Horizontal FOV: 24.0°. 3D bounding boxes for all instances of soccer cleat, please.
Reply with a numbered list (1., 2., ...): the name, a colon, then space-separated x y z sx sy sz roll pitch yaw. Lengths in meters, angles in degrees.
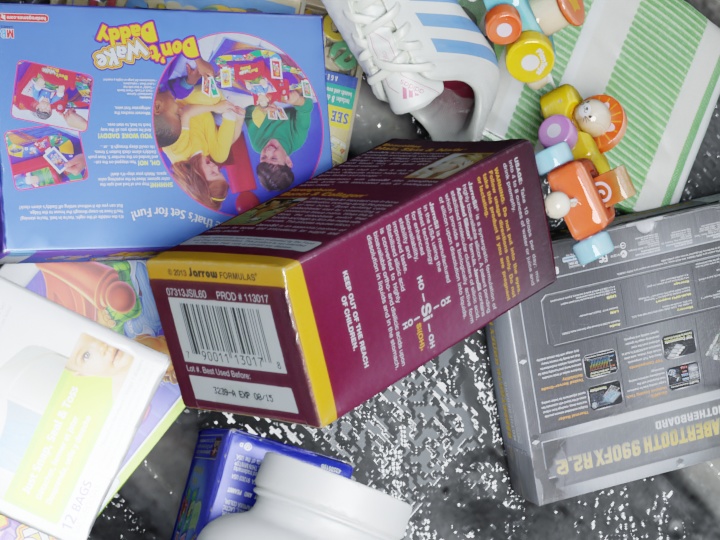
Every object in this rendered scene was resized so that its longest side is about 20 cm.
1. soccer cleat: 0.019 -0.145 0.977 0.200 0.069 0.087 43 44 -37

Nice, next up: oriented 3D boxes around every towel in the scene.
1. towel: 0.137 -0.132 1.095 0.198 0.023 0.154 26 79 -9

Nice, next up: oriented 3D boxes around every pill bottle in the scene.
1. pill bottle: -0.043 0.194 0.801 0.111 0.112 0.202 22 81 -11

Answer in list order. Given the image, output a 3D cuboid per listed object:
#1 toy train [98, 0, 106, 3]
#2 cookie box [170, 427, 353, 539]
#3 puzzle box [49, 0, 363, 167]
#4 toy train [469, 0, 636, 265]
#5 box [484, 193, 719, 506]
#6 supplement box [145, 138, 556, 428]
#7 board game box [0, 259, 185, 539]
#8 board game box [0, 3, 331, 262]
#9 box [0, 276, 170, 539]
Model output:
1. toy train: -0.102 -0.242 0.915 0.114 0.085 0.200 44 90 2
2. cookie box: -0.075 0.194 0.938 0.074 0.171 0.202 16 82 -9
3. puzzle box: -0.099 -0.114 1.033 0.198 0.025 0.135 12 83 -13
4. toy train: 0.119 -0.107 1.001 0.055 0.150 0.202 -24 85 16
5. box: 0.180 0.044 1.063 0.198 0.048 0.160 -13 99 -14
6. supplement box: 0.000 0.000 0.904 0.199 0.110 0.087 -29 113 -41
7. board game box: -0.175 0.063 0.988 0.134 0.045 0.201 40 77 -7
8. board game box: -0.115 -0.076 0.961 0.198 0.045 0.136 -1 84 -27
9. box: -0.217 0.055 0.902 0.198 0.101 0.113 27 79 -10
